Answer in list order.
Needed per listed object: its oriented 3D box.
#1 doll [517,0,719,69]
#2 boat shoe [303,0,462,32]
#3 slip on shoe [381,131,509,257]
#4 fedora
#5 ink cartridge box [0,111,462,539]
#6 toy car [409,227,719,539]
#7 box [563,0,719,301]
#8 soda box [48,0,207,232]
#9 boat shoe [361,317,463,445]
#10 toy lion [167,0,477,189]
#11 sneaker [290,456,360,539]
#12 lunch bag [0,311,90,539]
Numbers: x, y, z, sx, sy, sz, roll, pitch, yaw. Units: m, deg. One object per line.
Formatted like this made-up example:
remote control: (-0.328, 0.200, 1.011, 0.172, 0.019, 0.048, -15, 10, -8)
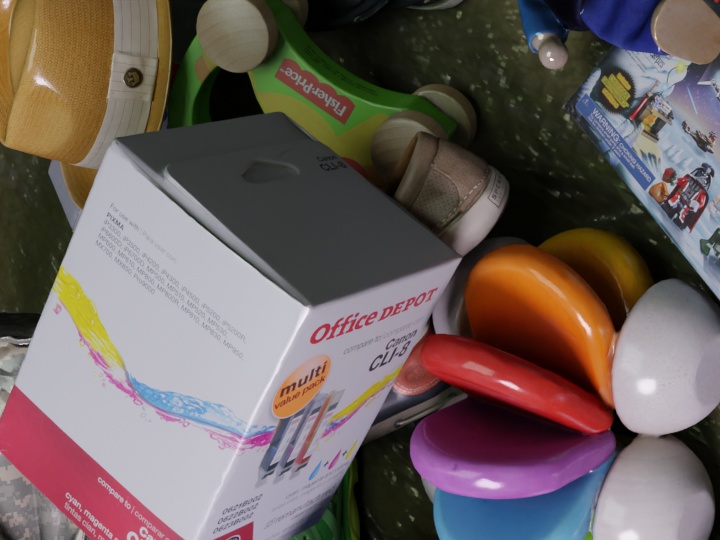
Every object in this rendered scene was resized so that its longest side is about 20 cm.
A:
doll: (0.130, -0.167, 0.854, 0.137, 0.048, 0.200, -65, 29, 7)
boat shoe: (-0.025, -0.184, 1.014, 0.199, 0.066, 0.075, 12, 104, 41)
slip on shoe: (0.000, 0.000, 0.938, 0.060, 0.076, 0.200, 35, 126, -16)
fedora: (-0.186, -0.135, 1.033, 0.200, 0.082, 0.202, -3, 86, 59)
ink cartridge box: (-0.072, 0.040, 0.870, 0.145, 0.145, 0.201, 38, 120, 22)
toy car: (0.093, 0.079, 0.879, 0.175, 0.150, 0.201, 14, 104, 40)
box: (0.208, -0.061, 0.832, 0.200, 0.040, 0.137, 54, 126, 24)
soda box: (-0.151, -0.121, 1.118, 0.068, 0.063, 0.200, 60, 137, 40)
boat shoe: (-0.025, 0.095, 1.005, 0.200, 0.063, 0.071, -34, 27, 12)
toy lion: (-0.035, -0.055, 1.004, 0.200, 0.069, 0.192, 36, 123, 3)
sneaker: (-0.047, 0.142, 1.060, 0.074, 0.083, 0.201, -18, 82, 42)
lunch bag: (-0.224, 0.132, 1.157, 0.117, 0.164, 0.201, -3, 94, -2)
